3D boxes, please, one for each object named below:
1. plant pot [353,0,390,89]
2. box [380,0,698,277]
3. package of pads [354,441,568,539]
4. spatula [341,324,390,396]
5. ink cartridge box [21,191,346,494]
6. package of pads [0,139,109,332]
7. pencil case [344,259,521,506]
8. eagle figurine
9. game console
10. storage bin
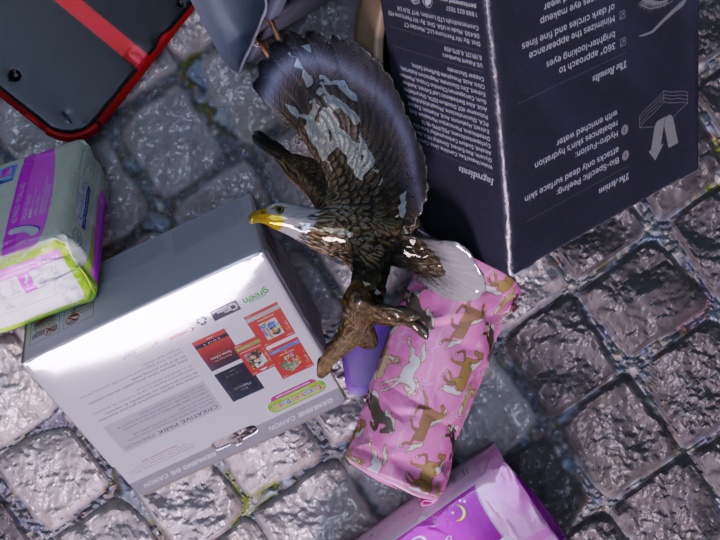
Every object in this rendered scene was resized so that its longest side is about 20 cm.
[{"bbox_3d":[0.061,-0.185,0.802,0.200,0.092,0.203,-19,120,-35],"label":"plant pot"},{"bbox_3d":[0.130,-0.136,0.737,0.196,0.117,0.202,-27,123,-27],"label":"box"},{"bbox_3d":[0.066,0.243,0.860,0.199,0.076,0.121,-36,93,5],"label":"package of pads"},{"bbox_3d":[0.000,0.000,0.874,0.056,0.021,0.202,-10,92,-3],"label":"spatula"},{"bbox_3d":[-0.134,0.064,0.839,0.198,0.084,0.176,-24,128,4],"label":"ink cartridge box"},{"bbox_3d":[-0.298,-0.012,0.820,0.198,0.155,0.069,-18,127,5],"label":"package of pads"},{"bbox_3d":[0.059,0.078,0.834,0.086,0.083,0.202,20,86,28],"label":"pencil case"},{"bbox_3d":[-0.012,-0.049,0.744,0.151,0.151,0.202,-23,60,27],"label":"eagle figurine"},{"bbox_3d":[-0.253,-0.223,0.847,0.199,0.031,0.177,39,84,-12],"label":"game console"},{"bbox_3d":[-0.049,-0.240,0.775,0.134,0.200,0.147,-29,91,-14],"label":"storage bin"}]
